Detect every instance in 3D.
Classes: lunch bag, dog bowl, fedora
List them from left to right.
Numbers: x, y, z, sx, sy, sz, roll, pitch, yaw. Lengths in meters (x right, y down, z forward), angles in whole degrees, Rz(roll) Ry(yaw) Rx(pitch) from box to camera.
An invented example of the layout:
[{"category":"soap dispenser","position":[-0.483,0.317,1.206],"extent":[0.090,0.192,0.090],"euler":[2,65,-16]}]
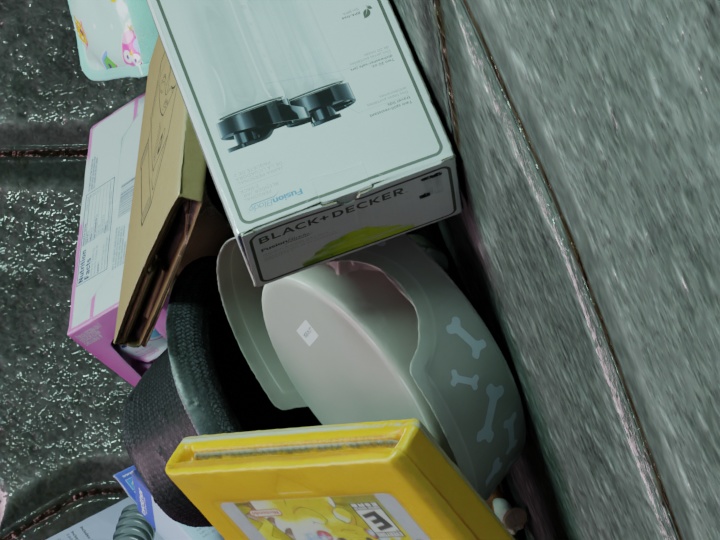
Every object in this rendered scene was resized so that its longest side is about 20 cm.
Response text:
[{"category":"lunch bag","position":[-0.134,-0.212,1.834],"extent":[0.200,0.121,0.171],"euler":[-47,-55,-76]},{"category":"fedora","position":[-0.077,0.088,1.668],"extent":[0.201,0.091,0.201],"euler":[48,-156,-30]},{"category":"dog bowl","position":[0.009,0.049,1.534],"extent":[0.200,0.059,0.200],"euler":[42,155,25]}]

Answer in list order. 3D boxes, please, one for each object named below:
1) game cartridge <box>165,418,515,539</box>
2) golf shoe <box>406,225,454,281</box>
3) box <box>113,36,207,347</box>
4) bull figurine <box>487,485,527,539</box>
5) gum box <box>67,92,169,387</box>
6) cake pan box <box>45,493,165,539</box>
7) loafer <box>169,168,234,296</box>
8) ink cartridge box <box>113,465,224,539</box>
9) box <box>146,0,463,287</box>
[{"category":"game cartridge","position":[0.014,0.159,1.528],"extent":[0.176,0.032,0.200],"euler":[-8,130,43]},{"category":"golf shoe","position":[0.022,0.037,1.652],"extent":[0.200,0.072,0.092],"euler":[81,166,-68]},{"category":"box","position":[-0.106,-0.080,1.629],"extent":[0.164,0.021,0.201],"euler":[117,162,-55]},{"category":"bull figurine","position":[0.065,0.164,1.741],"extent":[0.121,0.065,0.201],"euler":[-126,13,-60]},{"category":"gum box","position":[-0.117,-0.006,1.812],"extent":[0.113,0.066,0.200],"euler":[41,-147,-33]},{"category":"cake pan box","position":[-0.068,0.199,1.747],"extent":[0.200,0.184,0.052],"euler":[46,156,37]},{"category":"loafer","position":[-0.085,-0.062,1.770],"extent":[0.076,0.067,0.200],"euler":[47,-147,-30]},{"category":"ink cartridge box","position":[-0.054,0.143,1.728],"extent":[0.200,0.119,0.042],"euler":[41,149,44]},{"category":"box","position":[-0.036,-0.104,1.442],"extent":[0.060,0.116,0.201],"euler":[78,170,-63]}]
